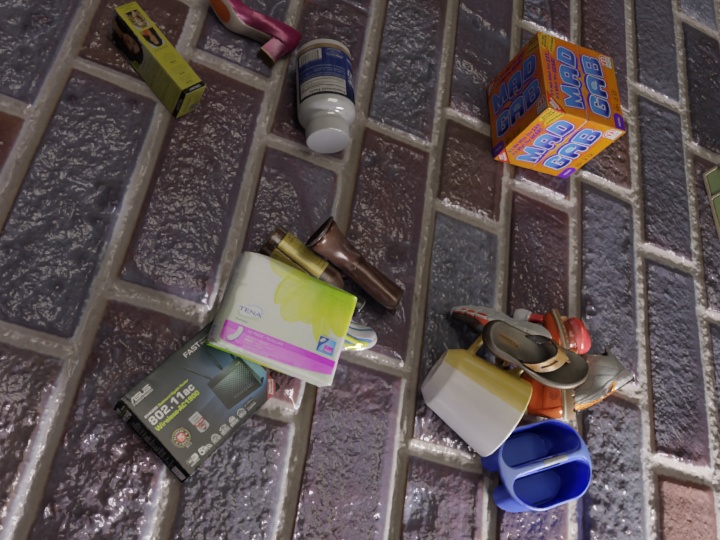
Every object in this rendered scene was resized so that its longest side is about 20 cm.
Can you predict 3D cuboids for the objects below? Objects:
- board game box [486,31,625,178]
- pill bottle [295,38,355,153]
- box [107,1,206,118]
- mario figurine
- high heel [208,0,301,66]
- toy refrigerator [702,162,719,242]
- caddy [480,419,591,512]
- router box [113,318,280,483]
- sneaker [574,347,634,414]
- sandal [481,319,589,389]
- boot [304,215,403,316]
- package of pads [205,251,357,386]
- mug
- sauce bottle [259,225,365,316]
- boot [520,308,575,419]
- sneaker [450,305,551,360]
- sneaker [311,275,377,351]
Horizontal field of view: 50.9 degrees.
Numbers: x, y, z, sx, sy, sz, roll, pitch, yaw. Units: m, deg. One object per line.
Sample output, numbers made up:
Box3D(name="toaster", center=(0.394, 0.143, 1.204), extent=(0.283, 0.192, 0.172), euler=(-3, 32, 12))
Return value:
Box3D(name="board game box", center=(0.419, -0.353, 1.648), extent=(0.199, 0.200, 0.201), euler=(10, 63, -22))
Box3D(name="pill bottle", center=(-0.066, -0.330, 1.443), extent=(0.111, 0.111, 0.201), euler=(7, 64, -24))
Box3D(name="box", center=(-0.362, -0.371, 1.336), extent=(0.200, 0.075, 0.050), euler=(49, 53, 3))
Box3D(name="mario figurine", center=(0.350, 0.143, 1.465), extent=(0.199, 0.106, 0.124), euler=(-1, 103, -16))
Box3D(name="high heel", center=(-0.208, -0.499, 1.474), extent=(0.200, 0.067, 0.096), euler=(43, 65, -8))
Box3D(name="toy refrigerator", center=(0.927, -0.170, 1.896), extent=(0.070, 0.076, 0.201), euler=(10, 63, -23))
Box3D(name="caddy", center=(0.310, 0.339, 1.313), extent=(0.199, 0.105, 0.142), euler=(-7, 69, -29))
Box3D(name="router box", center=(-0.240, 0.190, 1.131), extent=(0.150, 0.062, 0.200), euler=(46, 55, 1))
Box3D(name="sneaker", center=(0.442, 0.213, 1.472), extent=(0.200, 0.076, 0.092), euler=(-17, 67, -40))
Box3D(name="sandal", center=(0.298, 0.134, 1.259), extent=(0.200, 0.055, 0.082), euler=(29, 55, -8))
Box3D(name="boot", center=(0.000, 0.000, 1.292), extent=(0.064, 0.186, 0.200), euler=(-44, 91, 6))
Box3D(name="package of pads", center=(-0.116, 0.072, 1.157), extent=(0.200, 0.068, 0.155), euler=(23, 72, -18))
Box3D(name="mug", center=(0.198, 0.201, 1.309), extent=(0.153, 0.150, 0.187), euler=(35, 57, 2))
Box3D(name="sauce bottle", center=(-0.081, 0.007, 1.302), extent=(0.200, 0.065, 0.065), euler=(40, 55, -6))
Box3D(name="boot", center=(0.329, 0.168, 1.369), extent=(0.107, 0.075, 0.201), euler=(-4, 74, 16))
Box3D(name="sneaker", center=(0.243, 0.120, 1.371), extent=(0.077, 0.200, 0.082), euler=(-6, 111, -50))
Box3D(name="sneaker", center=(-0.056, 0.069, 1.253), extent=(0.199, 0.076, 0.105), euler=(11, 102, -21))
